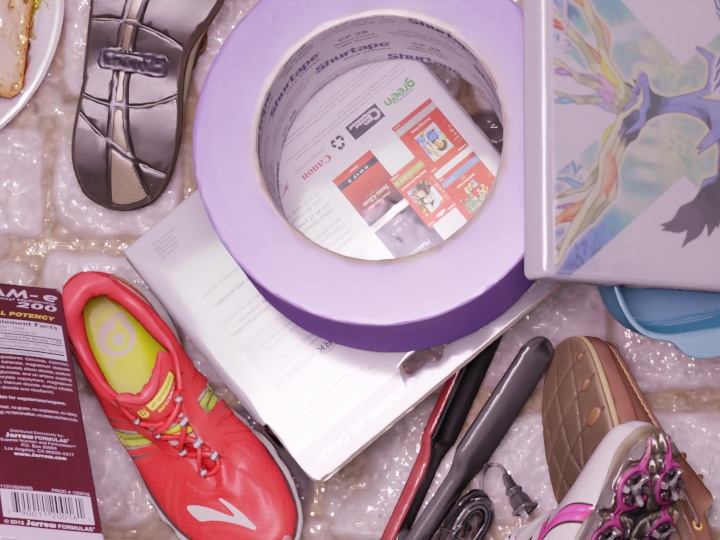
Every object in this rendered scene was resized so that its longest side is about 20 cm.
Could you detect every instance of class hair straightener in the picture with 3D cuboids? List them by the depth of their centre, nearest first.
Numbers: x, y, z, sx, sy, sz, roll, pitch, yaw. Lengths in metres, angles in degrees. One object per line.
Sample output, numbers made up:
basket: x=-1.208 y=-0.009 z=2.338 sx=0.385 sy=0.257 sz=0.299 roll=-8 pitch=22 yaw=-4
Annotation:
hair straightener: x=0.058 y=0.125 z=1.429 sx=0.077 sy=0.041 sz=0.201 roll=26 pitch=84 yaw=27

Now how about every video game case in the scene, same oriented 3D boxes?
video game case: x=0.163 y=-0.090 z=1.338 sx=0.181 sy=0.022 sz=0.202 roll=4 pitch=83 yaw=-31

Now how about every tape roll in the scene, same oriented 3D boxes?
tape roll: x=0.014 y=-0.062 z=1.365 sx=0.198 sy=0.085 sz=0.202 roll=-1 pitch=78 yaw=5

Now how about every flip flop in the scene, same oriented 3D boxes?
flip flop: x=-0.120 y=-0.134 z=1.493 sx=0.080 sy=0.058 sz=0.202 roll=13 pitch=97 yaw=1

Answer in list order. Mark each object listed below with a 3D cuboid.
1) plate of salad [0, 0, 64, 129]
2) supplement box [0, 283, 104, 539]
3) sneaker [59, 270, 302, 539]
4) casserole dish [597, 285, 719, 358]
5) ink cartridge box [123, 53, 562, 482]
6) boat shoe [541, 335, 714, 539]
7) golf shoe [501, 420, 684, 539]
plate of salad: x=-0.274 y=-0.161 z=1.508 sx=0.198 sy=0.048 sz=0.202 roll=-1 pitch=81 yaw=4
supplement box: x=-0.190 y=0.111 z=1.373 sx=0.060 sy=0.109 sz=0.201 roll=7 pitch=37 yaw=-21
sneaker: x=-0.110 y=0.084 z=1.436 sx=0.077 sy=0.085 sz=0.200 roll=-39 pitch=80 yaw=-2
casserole dish: x=0.166 y=-0.052 z=1.371 sx=0.120 sy=0.039 sz=0.202 roll=-8 pitch=88 yaw=-30
ink cartridge box: x=0.000 y=0.000 z=1.440 sx=0.200 sy=0.084 sz=0.176 roll=-39 pitch=77 yaw=-3
boat shoe: x=0.158 y=0.131 z=1.425 sx=0.067 sy=0.072 sz=0.201 roll=-7 pitch=68 yaw=-31
golf shoe: x=0.104 y=0.159 z=1.371 sx=0.092 sy=0.072 sz=0.201 roll=41 pitch=118 yaw=38
